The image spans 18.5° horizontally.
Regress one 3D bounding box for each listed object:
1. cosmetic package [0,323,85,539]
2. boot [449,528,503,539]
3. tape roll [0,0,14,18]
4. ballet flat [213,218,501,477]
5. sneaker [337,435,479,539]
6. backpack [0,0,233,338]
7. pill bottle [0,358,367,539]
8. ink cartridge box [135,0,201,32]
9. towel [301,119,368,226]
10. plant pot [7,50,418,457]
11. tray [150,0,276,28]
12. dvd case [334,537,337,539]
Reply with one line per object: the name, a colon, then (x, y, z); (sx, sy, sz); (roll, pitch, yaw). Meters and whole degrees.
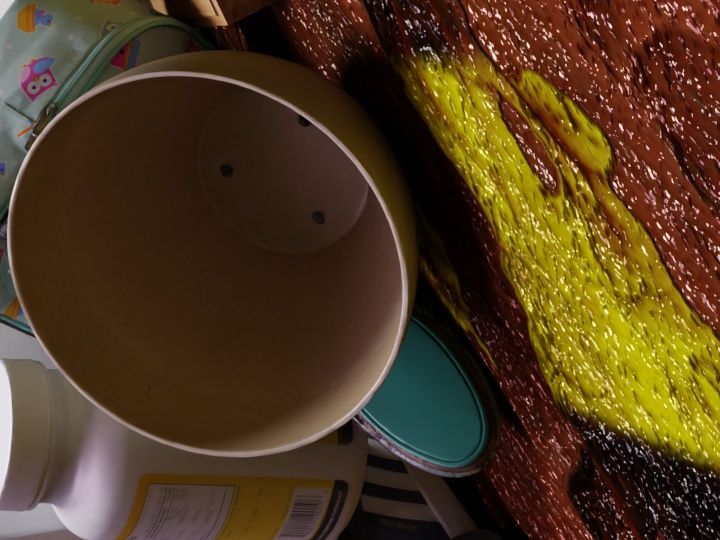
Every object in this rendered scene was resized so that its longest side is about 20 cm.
cosmetic package: (-0.187, 0.147, 1.372); (0.200, 0.123, 0.200); (89, 169, -45)
boot: (0.020, 0.222, 1.313); (0.075, 0.200, 0.074); (47, -148, -35)
tape roll: (-0.202, -0.244, 1.359); (0.203, 0.037, 0.203); (174, 90, -67)
ballet flat: (0.001, 0.038, 1.188); (0.200, 0.074, 0.074); (42, 164, 17)
sneaker: (0.003, 0.131, 1.351); (0.200, 0.084, 0.075); (56, 177, 0)
backpack: (-0.151, -0.058, 1.240); (0.153, 0.200, 0.176); (20, 173, 30)
pill bottle: (-0.105, 0.093, 1.206); (0.112, 0.200, 0.112); (-175, 90, -66)
ink cartridge box: (-0.135, -0.070, 1.426); (0.200, 0.086, 0.147); (57, 141, 32)
towel: (0.000, 0.000, 1.265); (0.147, 0.024, 0.200); (45, 162, 52)
plant pot: (-0.057, -0.026, 1.096); (0.200, 0.200, 0.134); (65, -156, -16)
tray: (-0.102, -0.186, 1.239); (0.099, 0.037, 0.200); (64, 170, -11)
dvd case: (-0.074, 0.136, 1.368); (0.146, 0.022, 0.200); (-60, 32, 25)
